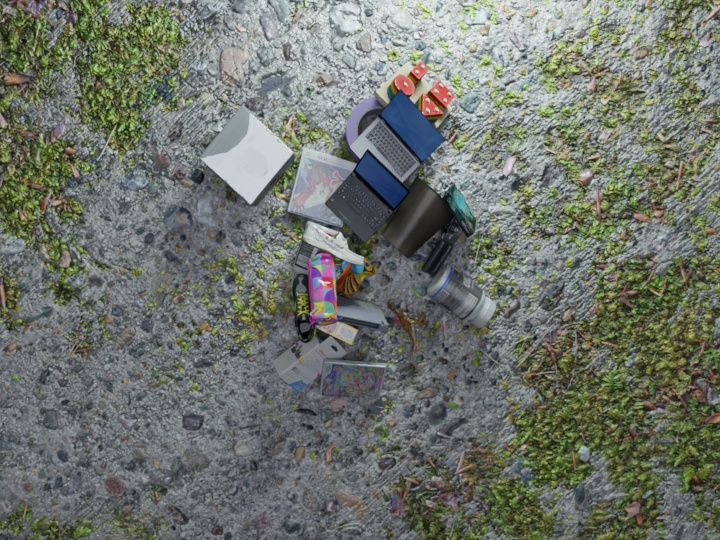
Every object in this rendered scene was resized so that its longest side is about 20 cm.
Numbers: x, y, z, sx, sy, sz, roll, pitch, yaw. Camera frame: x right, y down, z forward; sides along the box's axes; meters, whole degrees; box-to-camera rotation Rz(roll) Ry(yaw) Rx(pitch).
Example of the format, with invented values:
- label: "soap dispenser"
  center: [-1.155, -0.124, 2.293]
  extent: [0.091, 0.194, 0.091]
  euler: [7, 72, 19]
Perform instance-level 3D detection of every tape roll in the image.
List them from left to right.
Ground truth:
- label: "tape roll"
  center: [0.053, -0.414, 1.570]
  extent: [0.195, 0.085, 0.205]
  euler: [0, 95, -2]

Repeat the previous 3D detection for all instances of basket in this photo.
- label: "basket"
  center: [0.167, -0.150, 1.574]
  extent: [0.179, 0.136, 0.201]
  euler: [37, 97, -32]

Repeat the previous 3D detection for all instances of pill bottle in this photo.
- label: "pill bottle"
  center: [-0.140, -0.036, 1.576]
  extent: [0.114, 0.116, 0.204]
  euler: [19, 94, -4]
- label: "pill bottle"
  center: [0.314, 0.083, 1.609]
  extent: [0.198, 0.114, 0.115]
  euler: [36, 92, -5]

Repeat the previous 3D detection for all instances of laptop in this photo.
- label: "laptop"
  center: [0.017, -0.215, 1.532]
  extent: [0.177, 0.103, 0.200]
  euler: [43, 93, -1]
- label: "laptop"
  center: [0.100, -0.361, 1.477]
  extent: [0.200, 0.116, 0.187]
  euler: [-44, 95, 1]

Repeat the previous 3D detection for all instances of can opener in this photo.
- label: "can opener"
  center: [0.260, -0.080, 1.630]
  extent: [0.053, 0.067, 0.202]
  euler: [28, 104, -16]

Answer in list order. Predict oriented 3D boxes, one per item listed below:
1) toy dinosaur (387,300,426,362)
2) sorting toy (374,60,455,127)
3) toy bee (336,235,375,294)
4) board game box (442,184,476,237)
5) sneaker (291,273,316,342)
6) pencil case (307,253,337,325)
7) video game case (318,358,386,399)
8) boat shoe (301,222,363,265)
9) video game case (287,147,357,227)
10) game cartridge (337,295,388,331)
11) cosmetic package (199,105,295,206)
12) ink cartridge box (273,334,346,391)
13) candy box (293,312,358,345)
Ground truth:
- label: "toy dinosaur"
  center: [0.157, 0.175, 1.647]
  extent: [0.105, 0.060, 0.203]
  euler: [-29, 90, 24]
- label: "sorting toy"
  center: [0.172, -0.509, 1.523]
  extent: [0.200, 0.069, 0.200]
  euler: [43, 55, -6]
- label: "toy bee"
  center: [0.000, 0.000, 1.591]
  extent: [0.108, 0.130, 0.202]
  euler: [38, 81, -29]
- label: "board game box"
  center: [0.299, -0.182, 1.546]
  extent: [0.028, 0.200, 0.137]
  euler: [-31, 97, 21]
- label: "sneaker"
  center: [-0.156, 0.110, 1.486]
  extent: [0.073, 0.085, 0.205]
  euler: [-7, 92, -4]
- label: "pencil case"
  center: [-0.108, 0.056, 1.457]
  extent: [0.086, 0.089, 0.204]
  euler: [-3, 71, -2]
- label: "video game case"
  center: [-0.025, 0.341, 1.621]
  extent: [0.195, 0.018, 0.146]
  euler: [6, 124, -7]
- label: "boat shoe"
  center: [-0.068, -0.076, 1.493]
  extent: [0.197, 0.071, 0.070]
  euler: [25, 90, -19]
- label: "video game case"
  center: [-0.115, -0.256, 1.605]
  extent: [0.178, 0.023, 0.204]
  euler: [15, 94, -4]
- label: "game cartridge"
  center: [-0.023, 0.127, 1.573]
  extent: [0.196, 0.130, 0.039]
  euler: [13, 107, -17]
- label: "cosmetic package"
  center: [-0.329, -0.334, 1.538]
  extent: [0.200, 0.123, 0.200]
  euler: [42, 92, -7]
- label: "ink cartridge box"
  center: [-0.154, 0.267, 1.599]
  extent: [0.199, 0.068, 0.116]
  euler: [-37, 134, 0]
- label: "candy box"
  center: [-0.105, 0.155, 1.591]
  extent: [0.197, 0.117, 0.057]
  euler: [25, 89, -5]
